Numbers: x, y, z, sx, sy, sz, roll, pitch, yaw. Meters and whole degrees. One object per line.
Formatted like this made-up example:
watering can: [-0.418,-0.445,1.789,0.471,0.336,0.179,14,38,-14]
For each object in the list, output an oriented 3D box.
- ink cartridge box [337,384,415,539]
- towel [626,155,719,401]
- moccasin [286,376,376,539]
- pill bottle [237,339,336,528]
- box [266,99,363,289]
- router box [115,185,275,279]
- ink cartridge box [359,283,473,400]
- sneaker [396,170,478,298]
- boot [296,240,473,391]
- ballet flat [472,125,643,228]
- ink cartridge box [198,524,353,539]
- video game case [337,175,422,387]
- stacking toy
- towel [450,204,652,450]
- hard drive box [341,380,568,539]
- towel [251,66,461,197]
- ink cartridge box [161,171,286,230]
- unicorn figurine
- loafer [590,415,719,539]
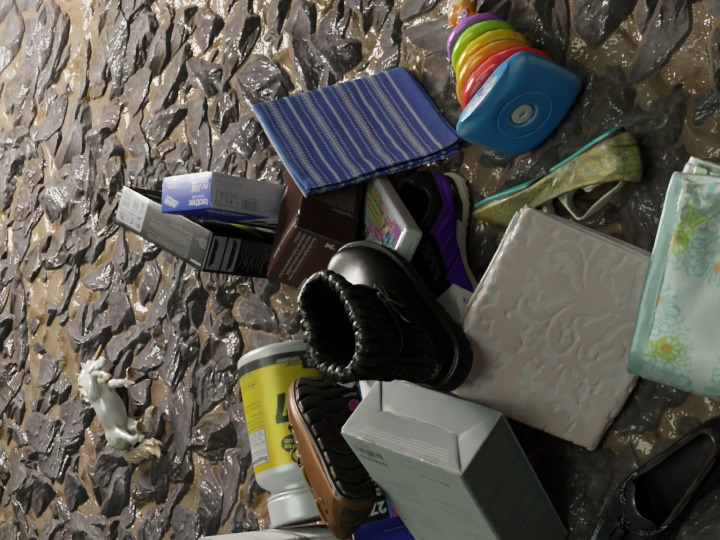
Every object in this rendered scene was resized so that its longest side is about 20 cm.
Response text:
ink cartridge box: [0.022,0.223,1.261,0.094,0.037,0.202,-13,73,-4]
towel: [0.334,0.016,0.981,0.170,0.048,0.202,16,97,26]
moccasin: [-0.036,0.192,1.200,0.202,0.073,0.078,60,137,43]
pill bottle: [-0.074,0.192,1.336,0.114,0.114,0.202,-25,69,39]
box: [-0.045,-0.084,1.283,0.100,0.074,0.201,125,157,-47]
router box: [-0.191,-0.047,1.443,0.199,0.156,0.053,26,103,42]
ink cartridge box: [0.105,0.090,1.168,0.200,0.115,0.068,-44,38,31]
sneaker: [0.071,-0.012,1.228,0.069,0.099,0.202,-17,73,43]
boot: [-0.006,0.030,1.039,0.211,0.157,0.080,42,112,43]
ballet flat: [0.198,-0.074,1.144,0.199,0.070,0.071,-28,67,38]
ink cartridge box: [-0.084,0.365,1.267,0.084,0.199,0.147,-3,83,43]
video game case: [0.000,0.000,1.225,0.200,0.023,0.183,-115,46,-64]
stacking toy: [0.135,-0.230,1.205,0.116,0.109,0.201,-49,44,31]
towel: [0.189,0.056,1.067,0.201,0.190,0.032,-63,15,19]
hard drive box: [0.094,0.209,1.115,0.155,0.201,0.077,13,54,42]
towel: [-0.002,-0.160,1.264,0.145,0.198,0.024,58,154,30]
ink cartridge box: [-0.130,-0.080,1.358,0.093,0.199,0.045,-1,84,43]
unicorn figurine: [-0.355,0.186,1.628,0.137,0.073,0.202,-32,70,49]
loafer: [0.271,0.203,1.041,0.200,0.063,0.072,-51,54,27]
